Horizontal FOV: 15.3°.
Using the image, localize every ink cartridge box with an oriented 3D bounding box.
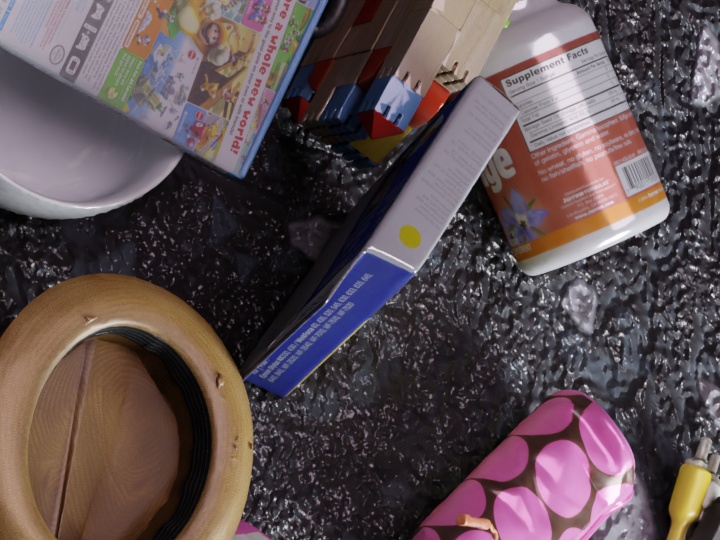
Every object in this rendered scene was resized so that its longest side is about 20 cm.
[{"bbox_3d":[0.000,0.000,1.630,0.047,0.198,0.201,37,55,-7],"label":"ink cartridge box"}]

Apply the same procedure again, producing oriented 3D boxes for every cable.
[{"bbox_3d":[0.218,0.219,1.850,0.201,0.050,0.097,-56,129,-22],"label":"cable"}]

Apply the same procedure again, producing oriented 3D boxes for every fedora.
[{"bbox_3d":[-0.155,0.104,1.550,0.199,0.082,0.202,9,75,-34],"label":"fedora"}]

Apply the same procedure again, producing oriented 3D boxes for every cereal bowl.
[{"bbox_3d":[-0.195,-0.124,1.590,0.199,0.083,0.202,12,70,-35],"label":"cereal bowl"}]

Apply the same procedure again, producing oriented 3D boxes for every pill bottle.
[{"bbox_3d":[0.122,-0.107,1.813,0.112,0.112,0.201,-24,91,-40],"label":"pill bottle"}]

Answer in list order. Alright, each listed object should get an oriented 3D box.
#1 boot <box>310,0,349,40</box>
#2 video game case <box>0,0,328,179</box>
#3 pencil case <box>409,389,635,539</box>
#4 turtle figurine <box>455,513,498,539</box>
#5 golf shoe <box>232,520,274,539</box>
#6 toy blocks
[{"bbox_3d":[-0.048,-0.227,1.696,0.072,0.144,0.202,15,67,-33],"label":"boot"},{"bbox_3d":[-0.120,-0.161,1.563,0.199,0.018,0.144,29,81,-27],"label":"video game case"},{"bbox_3d":[0.103,0.165,1.733,0.093,0.091,0.200,33,53,17],"label":"pencil case"},{"bbox_3d":[0.032,0.243,1.589,0.200,0.064,0.162,-26,100,-51],"label":"turtle figurine"},{"bbox_3d":[-0.052,0.247,1.597,0.091,0.075,0.201,-29,94,-36],"label":"golf shoe"},{"bbox_3d":[0.017,-0.129,1.704,0.100,0.200,0.137,35,72,-22],"label":"toy blocks"}]
